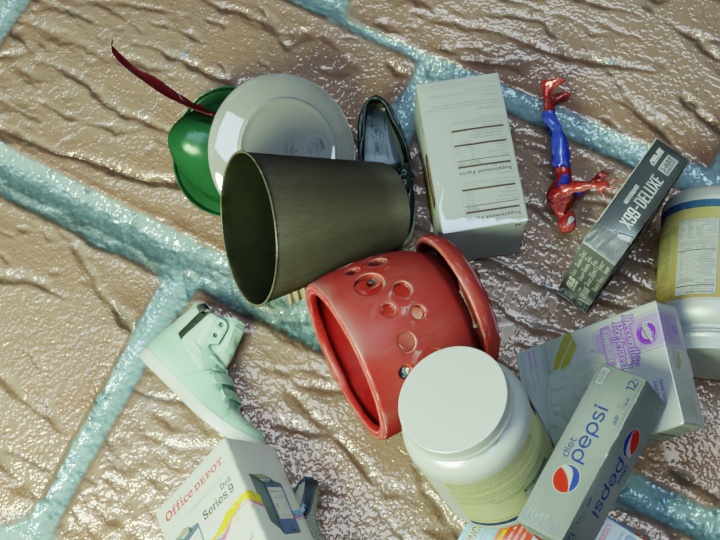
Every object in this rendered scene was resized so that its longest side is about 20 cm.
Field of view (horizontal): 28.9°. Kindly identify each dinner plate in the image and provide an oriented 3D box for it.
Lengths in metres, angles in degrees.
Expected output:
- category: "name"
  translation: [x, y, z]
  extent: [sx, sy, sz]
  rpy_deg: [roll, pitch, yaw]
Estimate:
- category: "dinner plate"
  translation: [-0.093, -0.146, 1.742]
  extent: [0.197, 0.024, 0.204]
  rpy_deg: [1, 88, -26]

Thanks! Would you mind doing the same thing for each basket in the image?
- category: "basket"
  translation: [-0.050, -0.061, 1.681]
  extent: [0.198, 0.135, 0.183]
  rpy_deg: [-9, 98, -32]

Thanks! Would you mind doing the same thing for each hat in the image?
- category: "hat"
  translation: [-0.206, -0.161, 1.718]
  extent: [0.198, 0.176, 0.168]
  rpy_deg: [19, 94, 21]

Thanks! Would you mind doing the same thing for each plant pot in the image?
- category: "plant pot"
  translation: [0.056, 0.072, 1.640]
  extent: [0.180, 0.201, 0.202]
  rpy_deg: [-24, 71, -12]

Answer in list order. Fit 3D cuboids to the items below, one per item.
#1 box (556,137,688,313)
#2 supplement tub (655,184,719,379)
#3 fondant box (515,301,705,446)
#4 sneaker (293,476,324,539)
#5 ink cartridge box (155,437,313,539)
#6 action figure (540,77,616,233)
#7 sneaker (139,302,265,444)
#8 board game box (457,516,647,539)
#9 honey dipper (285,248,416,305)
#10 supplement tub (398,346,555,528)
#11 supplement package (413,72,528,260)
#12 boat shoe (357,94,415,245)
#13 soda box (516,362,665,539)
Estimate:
- category: "box"
  translation: [0.309, -0.048, 1.668]
  extent: [0.049, 0.200, 0.158]
  rpy_deg: [35, 76, 10]
- category: "supplement tub"
  translation: [0.425, 0.015, 1.668]
  extent: [0.142, 0.145, 0.203]
  rpy_deg: [6, 71, 5]
- category: "fondant box"
  translation: [0.286, 0.137, 1.622]
  extent: [0.198, 0.058, 0.146]
  rpy_deg: [-24, 65, 34]
- category: "sneaker"
  translation: [-0.058, 0.343, 1.620]
  extent: [0.084, 0.077, 0.203]
  rpy_deg: [7, 79, -2]
- category: "ink cartridge box"
  translation: [-0.133, 0.312, 1.563]
  extent: [0.145, 0.087, 0.201]
  rpy_deg: [-46, 49, 24]
- category: "action figure"
  translation: [0.279, -0.145, 1.770]
  extent: [0.097, 0.065, 0.203]
  rpy_deg: [-5, 70, 19]
- category: "sneaker"
  translation: [-0.164, 0.124, 1.692]
  extent: [0.200, 0.074, 0.118]
  rpy_deg: [41, 83, 18]
- category: "board game box"
  translation: [0.202, 0.351, 1.606]
  extent: [0.194, 0.056, 0.201]
  rpy_deg: [31, 74, 13]
- category: "honey dipper"
  translation: [0.000, 0.000, 1.755]
  extent: [0.197, 0.038, 0.038]
  rpy_deg: [-15, 70, -7]
- category: "supplement tub"
  translation: [0.129, 0.184, 1.539]
  extent: [0.143, 0.201, 0.147]
  rpy_deg: [-11, 56, 17]
- category: "supplement package"
  translation: [0.135, -0.126, 1.749]
  extent: [0.108, 0.114, 0.203]
  rpy_deg: [-8, 69, -2]
- category: "boat shoe"
  translation: [0.032, -0.131, 1.780]
  extent: [0.073, 0.066, 0.203]
  rpy_deg: [-2, 71, 0]
- category: "soda box"
  translation: [0.251, 0.207, 1.514]
  extent: [0.063, 0.068, 0.202]
  rpy_deg: [20, 75, 41]
